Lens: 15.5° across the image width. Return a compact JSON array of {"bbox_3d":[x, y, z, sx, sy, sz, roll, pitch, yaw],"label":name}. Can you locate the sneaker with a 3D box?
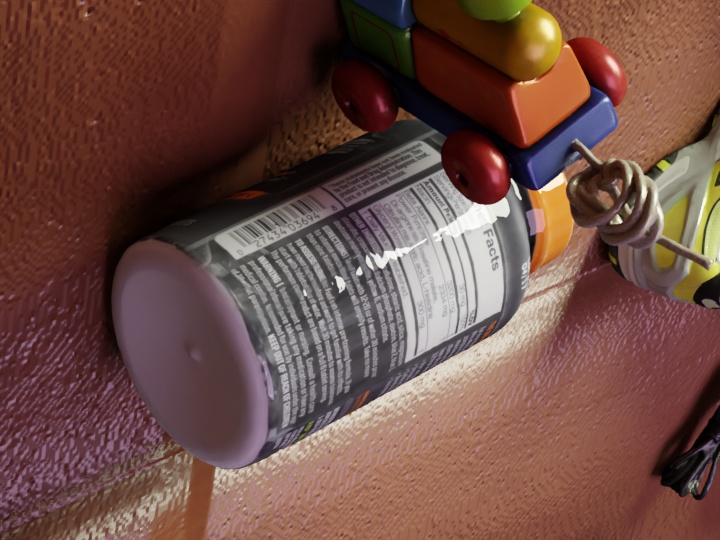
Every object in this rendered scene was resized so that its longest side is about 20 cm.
[{"bbox_3d":[0.220,-0.056,1.382,0.200,0.076,0.075,-49,145,-8],"label":"sneaker"}]

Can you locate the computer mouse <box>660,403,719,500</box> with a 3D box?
[{"bbox_3d":[0.261,0.103,1.612,0.200,0.044,0.110,22,98,-50],"label":"computer mouse"}]

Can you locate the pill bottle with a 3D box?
[{"bbox_3d":[0.000,0.000,1.141,0.200,0.106,0.106,-26,138,-34],"label":"pill bottle"}]

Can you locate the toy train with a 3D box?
[{"bbox_3d":[0.065,-0.087,1.059,0.085,0.200,0.116,-39,140,-19],"label":"toy train"}]
